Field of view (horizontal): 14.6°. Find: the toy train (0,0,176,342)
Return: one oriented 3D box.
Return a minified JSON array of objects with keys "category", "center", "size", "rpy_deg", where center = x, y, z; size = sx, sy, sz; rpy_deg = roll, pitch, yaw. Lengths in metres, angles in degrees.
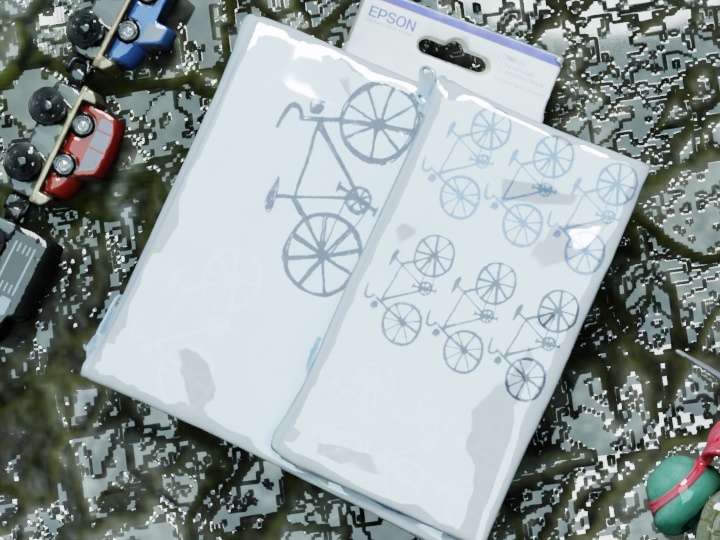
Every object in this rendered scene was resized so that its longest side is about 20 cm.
[{"category":"toy train","center":[-0.132,-0.059,1.279],"size":[0.046,0.034,0.201],"rpy_deg":[25,88,6]}]

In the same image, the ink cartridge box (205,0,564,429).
[{"category":"ink cartridge box","center":[0.013,-0.016,1.254],"size":[0.099,0.039,0.201],"rpy_deg":[22,88,9]}]

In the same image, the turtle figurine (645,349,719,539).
[{"category":"turtle figurine","center":[0.177,0.135,1.191],"size":[0.200,0.101,0.150],"rpy_deg":[44,90,4]}]

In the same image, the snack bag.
[{"category":"snack bag","center":[0.000,0.000,1.225],"size":[0.199,0.021,0.189],"rpy_deg":[25,88,9]}]
